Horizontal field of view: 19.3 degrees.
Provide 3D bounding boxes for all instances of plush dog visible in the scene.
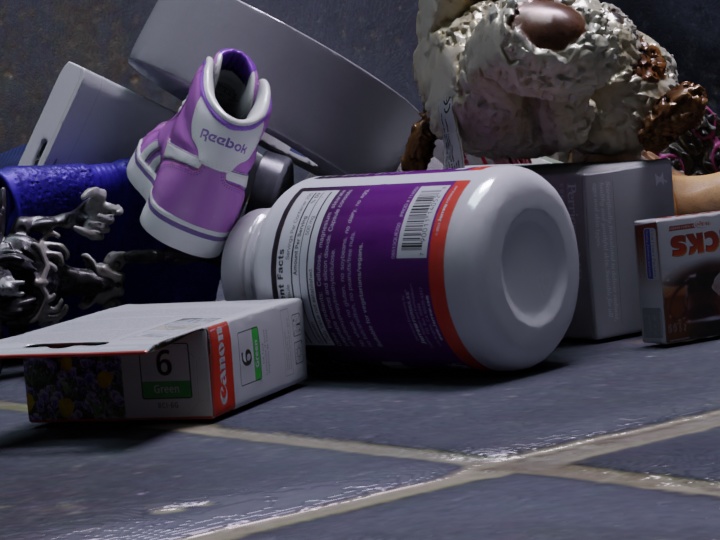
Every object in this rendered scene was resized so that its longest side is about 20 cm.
[{"bbox_3d":[0.124,-0.118,1.316,0.171,0.161,0.200,6,29,-23],"label":"plush dog"}]

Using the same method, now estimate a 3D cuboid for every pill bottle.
[{"bbox_3d":[0.018,0.000,1.205,0.199,0.113,0.112,-1,6,40],"label":"pill bottle"}]

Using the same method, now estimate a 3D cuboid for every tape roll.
[{"bbox_3d":[-0.058,-0.123,1.445,0.199,0.066,0.200,28,-2,1],"label":"tape roll"}]

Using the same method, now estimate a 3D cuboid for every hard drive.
[{"bbox_3d":[-0.162,-0.053,1.497,0.026,0.133,0.200,26,2,39],"label":"hard drive"}]

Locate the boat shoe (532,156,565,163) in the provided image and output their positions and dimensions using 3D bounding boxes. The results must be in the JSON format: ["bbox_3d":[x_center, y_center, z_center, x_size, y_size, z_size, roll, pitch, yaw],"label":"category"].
[{"bbox_3d":[0.191,-0.028,1.629,0.200,0.072,0.070,27,12,26],"label":"boat shoe"}]

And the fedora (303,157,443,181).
[{"bbox_3d":[0.006,-0.038,1.644,0.090,0.178,0.200,27,-42,-12],"label":"fedora"}]

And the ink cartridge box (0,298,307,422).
[{"bbox_3d":[-0.113,0.051,1.105,0.108,0.051,0.200,-3,6,20],"label":"ink cartridge box"}]

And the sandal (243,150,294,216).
[{"bbox_3d":[-0.075,-0.034,1.547,0.043,0.077,0.200,15,-25,4],"label":"sandal"}]

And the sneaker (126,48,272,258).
[{"bbox_3d":[-0.091,-0.086,1.316,0.072,0.115,0.201,18,12,-15],"label":"sneaker"}]

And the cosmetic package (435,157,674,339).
[{"bbox_3d":[0.106,-0.015,1.352,0.090,0.108,0.199,-10,5,-36],"label":"cosmetic package"}]

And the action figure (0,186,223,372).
[{"bbox_3d":[-0.169,0.007,1.328,0.198,0.120,0.102,0,-2,-19],"label":"action figure"}]

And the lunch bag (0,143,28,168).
[{"bbox_3d":[-0.236,-0.018,1.616,0.199,0.133,0.136,1,23,45],"label":"lunch bag"}]

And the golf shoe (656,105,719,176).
[{"bbox_3d":[0.235,-0.057,1.494,0.073,0.200,0.092,-54,24,-17],"label":"golf shoe"}]

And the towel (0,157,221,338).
[{"bbox_3d":[-0.173,-0.008,1.443,0.199,0.148,0.050,-9,40,-39],"label":"towel"}]

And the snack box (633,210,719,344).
[{"bbox_3d":[0.248,-0.004,1.273,0.199,0.073,0.024,-8,4,-33],"label":"snack box"}]

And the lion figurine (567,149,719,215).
[{"bbox_3d":[0.229,-0.038,1.414,0.199,0.124,0.072,-6,4,-23],"label":"lion figurine"}]

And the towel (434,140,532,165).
[{"bbox_3d":[0.082,-0.054,1.653,0.023,0.145,0.200,-24,13,-25],"label":"towel"}]
